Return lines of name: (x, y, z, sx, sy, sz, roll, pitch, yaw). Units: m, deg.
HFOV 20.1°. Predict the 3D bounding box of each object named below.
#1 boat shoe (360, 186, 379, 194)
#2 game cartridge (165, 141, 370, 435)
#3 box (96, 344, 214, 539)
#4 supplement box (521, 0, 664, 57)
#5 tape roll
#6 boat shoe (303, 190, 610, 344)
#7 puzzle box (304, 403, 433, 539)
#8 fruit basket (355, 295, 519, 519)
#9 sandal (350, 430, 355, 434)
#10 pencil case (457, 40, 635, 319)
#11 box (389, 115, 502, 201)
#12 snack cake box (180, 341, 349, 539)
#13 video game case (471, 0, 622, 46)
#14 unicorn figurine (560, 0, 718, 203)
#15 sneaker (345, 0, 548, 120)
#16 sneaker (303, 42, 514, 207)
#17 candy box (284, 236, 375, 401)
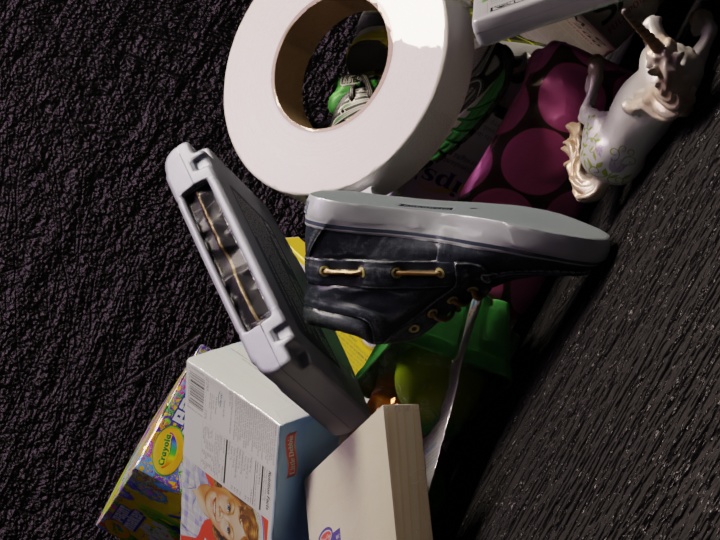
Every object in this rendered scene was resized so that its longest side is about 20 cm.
boat shoe: (-0.001, -0.002, 1.438, 0.068, 0.074, 0.199, -22, -11, -1)
game cartridge: (-0.061, 0.015, 1.374, 0.041, 0.133, 0.200, -35, 55, 11)
box: (-0.094, 0.184, 1.665, 0.122, 0.193, 0.200, -63, 5, -25)
supplement box: (0.191, -0.221, 1.567, 0.126, 0.074, 0.200, -46, 3, -6)
tape roll: (-0.010, -0.144, 1.447, 0.037, 0.203, 0.203, 23, -81, -50)
boat shoe: (0.059, 0.003, 1.308, 0.071, 0.200, 0.091, -33, -51, -71)
puzzle box: (0.004, 0.174, 1.294, 0.200, 0.025, 0.133, 130, 136, -66)
fruit basket: (0.043, 0.115, 1.388, 0.185, 0.094, 0.200, 128, 155, -65)
sandal: (-0.009, 0.157, 1.511, 0.078, 0.070, 0.212, 20, 112, 53)
pencil case: (0.120, -0.067, 1.441, 0.200, 0.094, 0.091, -60, -4, -4)
box: (0.067, -0.058, 1.624, 0.184, 0.105, 0.200, -51, 15, 58)
snack cake box: (-0.071, 0.165, 1.464, 0.067, 0.115, 0.200, -16, -57, -37)
video game case: (0.173, -0.202, 1.365, 0.200, 0.022, 0.182, -18, 13, 8)
unicorn figurine: (0.182, -0.118, 1.297, 0.137, 0.074, 0.200, -77, 0, -47)
sneaker: (0.091, -0.170, 1.524, 0.075, 0.200, 0.085, 110, 169, -51)
sneaker: (0.024, -0.113, 1.476, 0.200, 0.085, 0.078, -29, 14, 22)
candy box: (-0.012, 0.068, 1.573, 0.026, 0.200, 0.102, -8, -52, -42)
